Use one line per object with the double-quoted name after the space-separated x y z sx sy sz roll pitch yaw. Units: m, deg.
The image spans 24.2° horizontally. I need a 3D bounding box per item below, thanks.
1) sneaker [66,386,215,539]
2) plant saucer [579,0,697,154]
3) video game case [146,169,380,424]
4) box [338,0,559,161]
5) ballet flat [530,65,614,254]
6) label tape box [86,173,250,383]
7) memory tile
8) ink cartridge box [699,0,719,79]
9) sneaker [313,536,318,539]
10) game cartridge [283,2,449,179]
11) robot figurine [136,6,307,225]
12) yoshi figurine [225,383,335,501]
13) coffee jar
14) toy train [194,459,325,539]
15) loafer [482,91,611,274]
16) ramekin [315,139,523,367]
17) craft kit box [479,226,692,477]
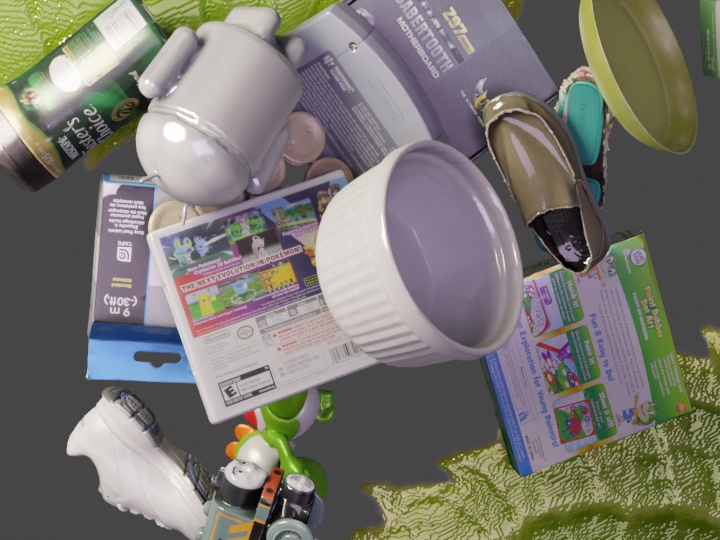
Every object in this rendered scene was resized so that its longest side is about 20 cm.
-0.204 0.208 1.652 0.087 0.075 0.200 -40 97 8 "sneaker"
0.263 -0.201 1.618 0.031 0.200 0.201 -22 107 32 "plant saucer"
-0.076 0.023 1.551 0.198 0.023 0.184 -19 87 -19 "video game case"
0.076 -0.208 1.632 0.157 0.051 0.201 -36 105 -3 "box"
0.218 -0.111 1.663 0.075 0.064 0.202 20 121 14 "ballet flat"
-0.186 0.015 1.615 0.141 0.066 0.203 4 97 -13 "label tape box"
-0.088 -0.039 1.582 0.199 0.017 0.154 -36 98 -16 "memory tile"
0.430 -0.224 1.619 0.143 0.200 0.089 -6 101 -10 "ink cartridge box"
-0.044 0.316 1.684 0.199 0.082 0.075 29 93 -11 "sneaker"
-0.001 -0.151 1.600 0.133 0.041 0.201 -24 109 39 "game cartridge"
-0.127 -0.142 1.514 0.169 0.112 0.201 42 70 -34 "robot figurine"
-0.059 0.161 1.641 0.111 0.112 0.202 -1 122 -36 "yoshi figurine"
-0.261 -0.160 1.549 0.199 0.104 0.086 -37 73 -2 "coffee jar"
-0.106 0.271 1.594 0.113 0.085 0.202 18 116 1 "toy train"
0.181 -0.080 1.610 0.075 0.070 0.201 -27 109 23 "loafer"
0.049 -0.006 1.529 0.104 0.200 0.201 -23 108 38 "ramekin"
0.220 0.082 1.715 0.195 0.049 0.202 -18 103 -4 "craft kit box"
